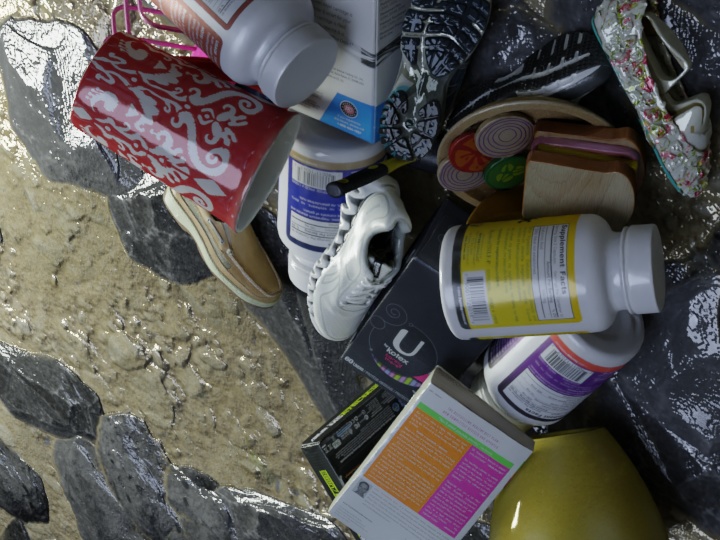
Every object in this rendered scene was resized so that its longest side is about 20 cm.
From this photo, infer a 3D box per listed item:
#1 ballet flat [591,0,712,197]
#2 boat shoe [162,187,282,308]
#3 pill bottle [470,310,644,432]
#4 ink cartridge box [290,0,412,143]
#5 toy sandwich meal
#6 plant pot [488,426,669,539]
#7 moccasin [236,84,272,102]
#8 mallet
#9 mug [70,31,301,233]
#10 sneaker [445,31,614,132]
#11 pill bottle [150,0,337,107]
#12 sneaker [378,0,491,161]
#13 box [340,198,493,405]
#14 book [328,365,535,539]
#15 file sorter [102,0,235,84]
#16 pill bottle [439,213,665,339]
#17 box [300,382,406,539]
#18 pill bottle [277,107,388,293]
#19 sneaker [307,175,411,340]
[{"bbox_3d":[0.275,-0.160,1.303,0.064,0.076,0.201,-22,104,39],"label":"ballet flat"},{"bbox_3d":[-0.159,-0.045,1.767,0.200,0.072,0.076,48,126,5],"label":"boat shoe"},{"bbox_3d":[0.196,0.092,1.511,0.111,0.111,0.200,46,138,6],"label":"pill bottle"},{"bbox_3d":[-0.016,-0.253,1.479,0.145,0.084,0.202,27,132,31],"label":"ink cartridge box"},{"bbox_3d":[0.171,-0.088,1.387,0.203,0.071,0.206,4,148,2],"label":"toy sandwich meal"},{"bbox_3d":[0.223,0.246,1.558,0.199,0.199,0.144,-15,82,45],"label":"plant pot"},{"bbox_3d":[-0.131,-0.147,1.668,0.080,0.068,0.202,29,133,23],"label":"moccasin"},{"bbox_3d":[0.034,-0.101,1.463,0.065,0.200,0.042,16,115,19],"label":"mallet"},{"bbox_3d":[-0.172,-0.148,1.465,0.199,0.178,0.134,28,108,4],"label":"mug"},{"bbox_3d":[0.176,-0.162,1.401,0.080,0.074,0.199,42,142,-21],"label":"sneaker"},{"bbox_3d":[-0.118,-0.256,1.428,0.200,0.112,0.113,45,138,19],"label":"pill bottle"},{"bbox_3d":[0.073,-0.212,1.441,0.077,0.086,0.202,26,110,5],"label":"sneaker"},{"bbox_3d":[0.082,0.043,1.566,0.122,0.106,0.200,32,136,-2],"label":"box"},{"bbox_3d":[0.074,0.220,1.536,0.133,0.048,0.201,36,112,-1],"label":"book"},{"bbox_3d":[-0.210,-0.239,1.589,0.201,0.124,0.140,121,148,-46],"label":"file sorter"},{"bbox_3d":[0.182,0.005,1.369,0.198,0.112,0.112,-4,117,20],"label":"pill bottle"},{"bbox_3d":[0.053,0.223,1.661,0.047,0.200,0.194,-16,108,52],"label":"box"},{"bbox_3d":[-0.032,-0.077,1.591,0.119,0.120,0.202,26,132,25],"label":"pill bottle"},{"bbox_3d":[0.000,0.000,1.532,0.081,0.074,0.201,55,136,43],"label":"sneaker"}]
